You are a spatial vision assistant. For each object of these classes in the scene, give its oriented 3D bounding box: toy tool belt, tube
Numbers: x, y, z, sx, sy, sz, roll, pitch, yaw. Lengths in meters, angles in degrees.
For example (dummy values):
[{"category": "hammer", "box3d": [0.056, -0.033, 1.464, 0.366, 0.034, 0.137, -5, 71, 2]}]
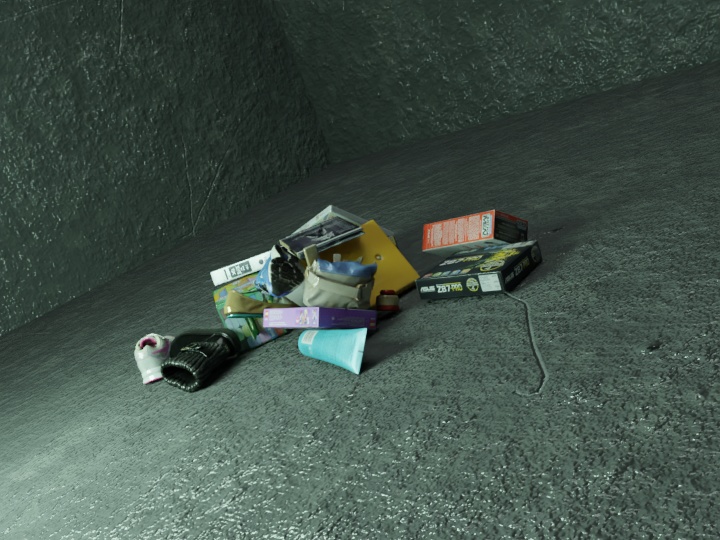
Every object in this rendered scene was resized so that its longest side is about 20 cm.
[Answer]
[{"category": "toy tool belt", "box3d": [-0.017, 0.014, 1.526, 0.197, 0.125, 0.125, 3, -5, -15]}, {"category": "tube", "box3d": [-0.047, 0.136, 1.401, 0.050, 0.079, 0.199, 9, -5, -30]}]

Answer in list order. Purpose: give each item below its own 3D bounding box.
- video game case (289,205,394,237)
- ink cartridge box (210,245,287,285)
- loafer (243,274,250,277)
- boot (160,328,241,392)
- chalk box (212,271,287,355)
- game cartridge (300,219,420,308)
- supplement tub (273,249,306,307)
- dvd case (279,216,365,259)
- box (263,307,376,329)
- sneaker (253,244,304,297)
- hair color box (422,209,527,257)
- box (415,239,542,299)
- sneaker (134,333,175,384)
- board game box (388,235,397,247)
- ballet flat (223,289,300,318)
[{"category": "video game case", "box3d": [-0.047, -0.082, 1.932, 0.181, 0.199, 0.023, -32, 47, 44]}, {"category": "ink cartridge box", "box3d": [-0.243, -0.017, 1.825, 0.198, 0.040, 0.099, -20, 3, 17]}, {"category": "loafer", "box3d": [-0.192, -0.005, 1.912, 0.198, 0.074, 0.071, -27, 14, 3]}, {"category": "boot", "box3d": [-0.367, 0.191, 1.639, 0.210, 0.080, 0.158, -16, 19, 38]}, {"category": "chalk box", "box3d": [-0.243, 0.095, 1.717, 0.123, 0.126, 0.200, -24, 15, -9]}, {"category": "game cartridge", "box3d": [0.000, 0.000, 1.648, 0.199, 0.177, 0.033, -28, -22, -26]}, {"category": "supplement tub", "box3d": [-0.114, 0.013, 1.757, 0.143, 0.146, 0.200, -19, 19, 11]}, {"category": "dvd case", "box3d": [-0.086, -0.072, 1.683, 0.147, 0.016, 0.200, -22, 17, -12]}, {"category": "box", "box3d": [-0.082, 0.095, 1.517, 0.136, 0.040, 0.199, 6, -7, -36]}, {"category": "sneaker", "box3d": [-0.167, 0.020, 1.567, 0.090, 0.078, 0.200, -58, 12, 12]}, {"category": "hair color box", "box3d": [0.237, -0.071, 1.627, 0.110, 0.065, 0.199, 13, -13, -39]}, {"category": "box", "box3d": [0.230, 0.001, 1.513, 0.199, 0.050, 0.161, -8, 16, 43]}, {"category": "sneaker", "box3d": [-0.467, 0.182, 1.798, 0.081, 0.089, 0.200, -21, 14, 1]}, {"category": "board game box", "box3d": [0.028, -0.023, 1.820, 0.134, 0.035, 0.200, -21, 14, 4]}, {"category": "ballet flat", "box3d": [-0.187, 0.073, 1.614, 0.198, 0.064, 0.068, 9, -16, -34]}]
